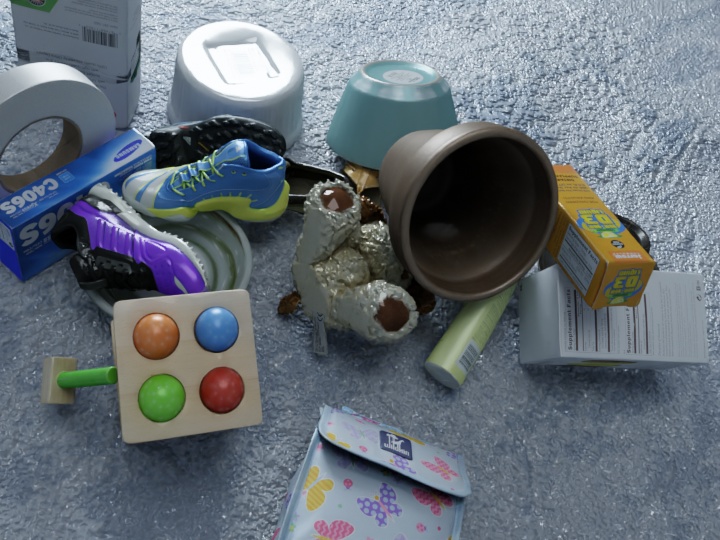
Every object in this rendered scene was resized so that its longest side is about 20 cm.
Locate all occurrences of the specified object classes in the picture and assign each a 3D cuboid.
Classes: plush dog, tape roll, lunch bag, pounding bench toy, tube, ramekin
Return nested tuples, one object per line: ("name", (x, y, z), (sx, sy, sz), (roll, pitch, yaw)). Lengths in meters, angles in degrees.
("plush dog", (0.000, 0.000, 0.916), (0.171, 0.160, 0.202), (-18, 77, -48))
("tape roll", (-0.370, -0.137, 0.851), (0.037, 0.204, 0.202), (41, 53, 17))
("lunch bag", (0.010, 0.233, 0.728), (0.167, 0.128, 0.201), (24, 44, 0))
("pounding bench toy", (-0.207, 0.098, 0.720), (0.196, 0.156, 0.127), (-5, 81, -19))
("tube", (0.149, 0.049, 0.921), (0.052, 0.058, 0.201), (41, 70, -11))
("ramekin", (-0.172, -0.261, 1.069), (0.197, 0.098, 0.203), (8, 51, -10))

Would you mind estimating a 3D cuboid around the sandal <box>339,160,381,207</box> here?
("sandal", (0.010, -0.134, 1.053), (0.079, 0.054, 0.201), (25, 51, 4))

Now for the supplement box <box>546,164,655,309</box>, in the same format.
("supplement box", (0.254, -0.044, 0.870), (0.065, 0.070, 0.201), (-3, 41, -17))

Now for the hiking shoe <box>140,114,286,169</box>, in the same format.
("hiking shoe", (-0.188, -0.169, 0.972), (0.196, 0.076, 0.087), (2, 23, 9))

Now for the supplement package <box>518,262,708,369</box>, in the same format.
("supplement package", (0.307, 0.061, 0.933), (0.196, 0.114, 0.112), (4, 78, -13))

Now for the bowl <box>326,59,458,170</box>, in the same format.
("bowl", (0.051, -0.228, 1.064), (0.197, 0.107, 0.202), (3, 32, -2))

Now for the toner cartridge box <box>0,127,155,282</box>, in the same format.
("toner cartridge box", (-0.329, -0.080, 0.886), (0.043, 0.096, 0.200), (38, 53, 14))

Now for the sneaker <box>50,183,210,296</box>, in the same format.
("sneaker", (-0.252, -0.005, 0.807), (0.199, 0.070, 0.099), (33, 53, 20))

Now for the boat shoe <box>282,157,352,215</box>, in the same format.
("boat shoe", (-0.103, -0.116, 0.982), (0.196, 0.065, 0.074), (6, 57, 5))

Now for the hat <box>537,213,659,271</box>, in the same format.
("hat", (0.350, -0.022, 1.049), (0.197, 0.081, 0.203), (8, 52, -11))

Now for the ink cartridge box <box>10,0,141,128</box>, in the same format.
("ink cartridge box", (-0.363, -0.301, 0.980), (0.143, 0.201, 0.085), (11, 47, -8))

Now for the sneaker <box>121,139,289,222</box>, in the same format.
("sneaker", (-0.177, -0.116, 0.886), (0.196, 0.106, 0.077), (0, 49, -19))

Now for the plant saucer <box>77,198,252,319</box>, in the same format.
("plant saucer", (-0.226, -0.003, 0.886), (0.196, 0.051, 0.203), (8, 52, -10))

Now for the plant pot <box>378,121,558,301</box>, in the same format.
("plant pot", (0.105, -0.090, 0.889), (0.197, 0.204, 0.175), (-5, 25, -20))
